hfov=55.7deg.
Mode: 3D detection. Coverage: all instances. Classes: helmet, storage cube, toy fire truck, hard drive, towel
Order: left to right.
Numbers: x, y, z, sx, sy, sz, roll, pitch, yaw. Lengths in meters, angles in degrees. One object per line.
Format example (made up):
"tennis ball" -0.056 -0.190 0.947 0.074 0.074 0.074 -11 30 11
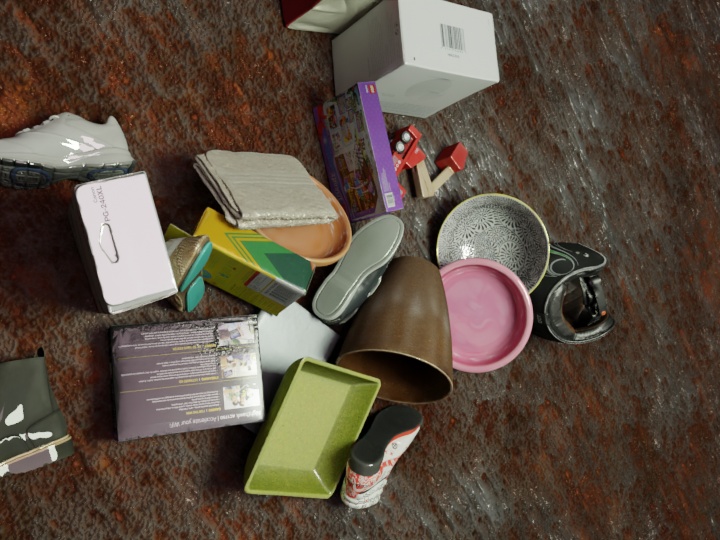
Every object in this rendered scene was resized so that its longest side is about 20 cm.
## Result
"towel" -0.132 -0.113 0.966 0.199 0.035 0.133 -6 53 -49
"hard drive" -0.131 0.148 1.032 0.139 0.033 0.201 39 65 -24
"storage cube" -0.024 -0.500 1.096 0.198 0.170 0.182 -8 91 -35
"toy fire truck" 0.100 -0.178 1.215 0.141 0.049 0.201 41 64 -24
"helmet" 0.381 0.039 1.298 0.198 0.191 0.202 -3 107 -10

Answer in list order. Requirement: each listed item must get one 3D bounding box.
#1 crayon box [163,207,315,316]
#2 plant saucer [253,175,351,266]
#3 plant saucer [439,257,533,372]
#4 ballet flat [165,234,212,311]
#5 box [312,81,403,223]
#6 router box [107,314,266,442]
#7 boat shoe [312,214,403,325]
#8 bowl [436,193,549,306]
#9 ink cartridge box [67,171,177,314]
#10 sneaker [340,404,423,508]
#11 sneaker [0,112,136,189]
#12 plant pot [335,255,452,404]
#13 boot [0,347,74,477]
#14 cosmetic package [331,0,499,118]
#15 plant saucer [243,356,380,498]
"crayon box" -0.176 -0.015 0.946 0.199 0.127 0.051 28 63 -17
"plant saucer" -0.105 -0.082 1.026 0.199 0.037 0.201 25 39 -22
"plant saucer" 0.201 0.076 1.198 0.051 0.199 0.203 -33 107 -76
"ballet flat" -0.237 -0.002 0.887 0.065 0.200 0.071 35 59 0
"box" -0.006 -0.183 1.091 0.039 0.136 0.202 -14 93 -35
"router box" -0.234 0.143 0.926 0.198 0.051 0.151 -2 81 -24
"boat shoe" 0.000 0.000 1.081 0.200 0.076 0.060 -47 154 -4
"bowl" 0.243 -0.040 1.248 0.094 0.199 0.203 -27 103 -74
"ink cartridge box" -0.296 -0.027 0.834 0.083 0.200 0.147 -17 94 -25
"sneaker" 0.032 0.303 1.111 0.201 0.067 0.109 -29 138 -57
"sneaker" -0.396 -0.157 0.876 0.199 0.074 0.088 -9 78 -41
"plant pot" 0.070 0.085 1.105 0.186 0.186 0.202 32 54 -27
"boot" -0.452 0.180 0.795 0.199 0.077 0.140 -13 88 -48
"cosmetic package" 0.087 -0.351 1.135 0.198 0.199 0.124 -1 83 -34
"plant saucer" -0.077 0.228 1.002 0.199 0.048 0.201 27 86 -50
